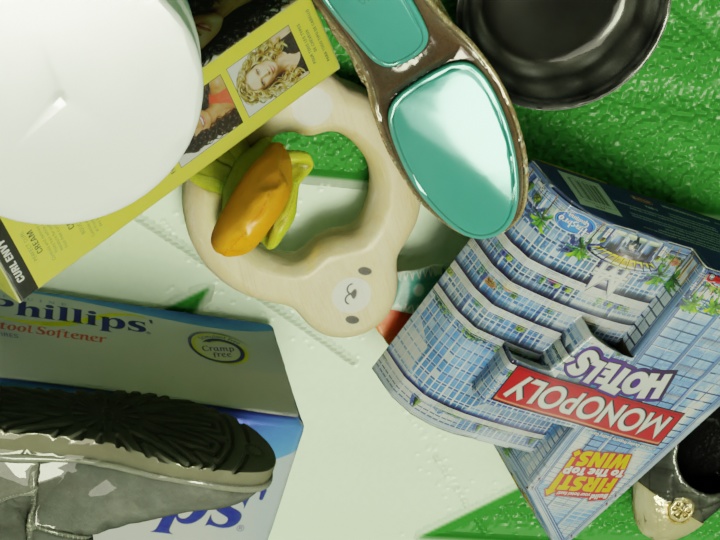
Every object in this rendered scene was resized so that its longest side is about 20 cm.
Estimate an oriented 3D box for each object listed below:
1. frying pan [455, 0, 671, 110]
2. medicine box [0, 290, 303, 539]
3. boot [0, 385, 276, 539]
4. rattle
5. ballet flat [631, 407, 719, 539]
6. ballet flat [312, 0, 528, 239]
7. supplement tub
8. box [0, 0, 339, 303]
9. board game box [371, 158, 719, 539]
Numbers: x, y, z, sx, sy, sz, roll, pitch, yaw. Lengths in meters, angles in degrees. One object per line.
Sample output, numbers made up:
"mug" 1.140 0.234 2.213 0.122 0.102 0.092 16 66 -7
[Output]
"frying pan" 0.113 -0.169 1.418 0.114 0.031 0.191 10 114 -20
"medicine box" -0.147 0.122 1.487 0.181 0.103 0.201 8 119 -19
"boot" -0.144 0.159 1.406 0.181 0.073 0.201 8 112 -3
"rattle" 0.000 0.000 1.433 0.130 0.143 0.201 -37 118 -12
"ballet flat" 0.218 0.076 1.578 0.066 0.057 0.200 27 111 -25
"ballet flat" 0.027 -0.108 1.407 0.070 0.065 0.201 -23 115 11
"supplement tub" -0.147 -0.123 1.279 0.131 0.200 0.133 -7 122 -10
"box" -0.111 -0.071 1.357 0.200 0.075 0.050 -38 127 -18
"board game box" 0.116 0.054 1.514 0.199 0.062 0.200 15 121 -40
